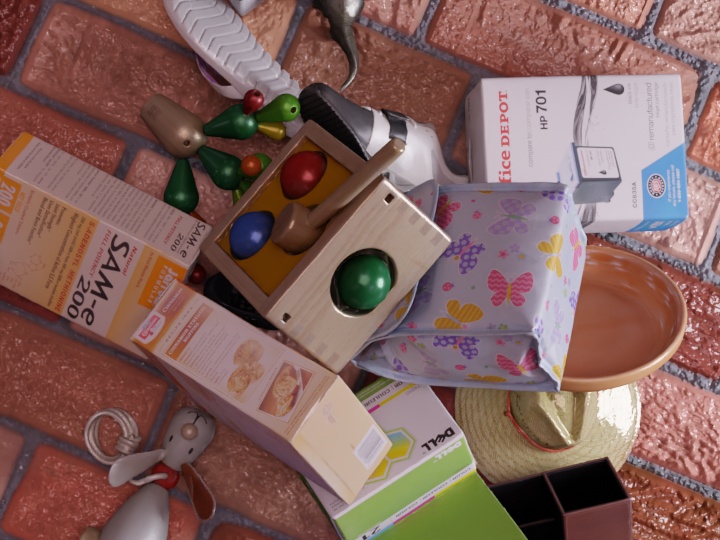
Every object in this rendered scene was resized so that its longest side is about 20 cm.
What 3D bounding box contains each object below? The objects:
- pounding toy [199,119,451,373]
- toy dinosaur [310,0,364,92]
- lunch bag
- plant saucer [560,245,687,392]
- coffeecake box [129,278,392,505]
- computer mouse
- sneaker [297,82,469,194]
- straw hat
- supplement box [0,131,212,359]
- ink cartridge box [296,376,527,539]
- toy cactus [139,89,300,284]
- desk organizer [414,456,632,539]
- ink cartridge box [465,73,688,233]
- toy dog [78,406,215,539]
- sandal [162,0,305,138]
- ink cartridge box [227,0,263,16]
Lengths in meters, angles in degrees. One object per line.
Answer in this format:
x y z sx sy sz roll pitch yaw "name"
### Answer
-0.028 -0.036 1.414 0.184 0.200 0.142 -49 126 1 "pounding toy"
-0.019 -0.278 1.578 0.077 0.102 0.200 15 82 -3 "toy dinosaur"
0.089 0.012 1.478 0.200 0.127 0.170 1 57 25 "lunch bag"
0.208 0.049 1.549 0.200 0.200 0.038 -9 128 -6 "plant saucer"
-0.088 0.109 1.461 0.200 0.154 0.073 29 76 31 "coffeecake box"
-0.056 0.042 1.582 0.200 0.034 0.059 15 55 -8 "computer mouse"
0.025 -0.124 1.578 0.200 0.074 0.089 44 66 -22 "sneaker"
0.187 0.124 1.567 0.201 0.085 0.202 1 84 -6 "straw hat"
-0.255 -0.022 1.515 0.200 0.074 0.126 27 125 -2 "supplement box"
0.043 0.205 1.501 0.148 0.076 0.200 -32 52 -7 "ink cartridge box"
-0.148 -0.103 1.547 0.165 0.102 0.200 41 112 14 "toy cactus"
0.155 0.247 1.543 0.200 0.072 0.077 -13 124 -6 "desk organizer"
0.210 -0.112 1.593 0.199 0.086 0.147 -2 85 -7 "ink cartridge box"
-0.202 0.223 1.515 0.132 0.096 0.201 6 84 -5 "toy dog"
-0.126 -0.197 1.584 0.203 0.082 0.050 47 125 -1 "sandal"
-0.127 -0.334 1.525 0.084 0.200 0.146 -40 89 -5 "ink cartridge box"
